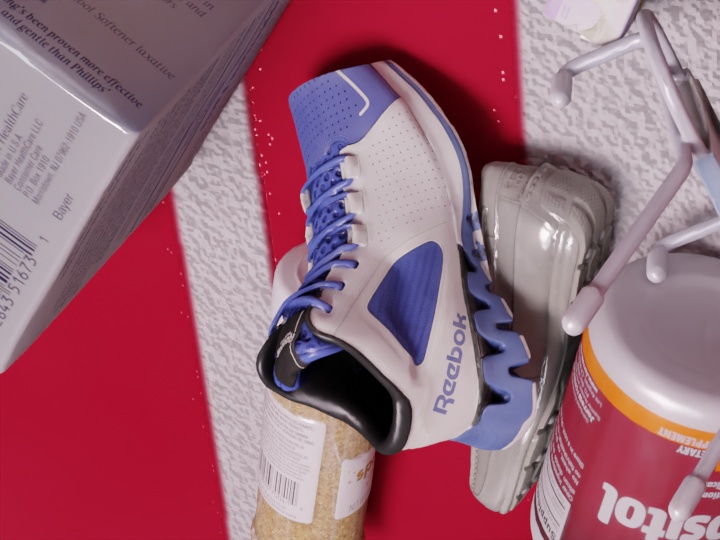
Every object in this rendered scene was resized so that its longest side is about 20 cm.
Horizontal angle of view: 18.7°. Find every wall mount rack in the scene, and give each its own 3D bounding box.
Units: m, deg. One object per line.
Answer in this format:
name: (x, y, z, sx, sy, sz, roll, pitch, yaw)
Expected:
wall mount rack: (0.135, -0.004, 0.939, 0.074, 0.175, 0.201, -22, 126, 16)

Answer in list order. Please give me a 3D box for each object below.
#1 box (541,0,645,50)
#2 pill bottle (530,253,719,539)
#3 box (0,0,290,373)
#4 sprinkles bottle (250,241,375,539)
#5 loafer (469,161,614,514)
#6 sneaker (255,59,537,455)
box: (0.130, -0.184, 0.926, 0.038, 0.042, 0.201, 27, 132, 7)
pill bottle: (0.147, 0.099, 1.081, 0.112, 0.113, 0.201, 22, 132, 12)
box: (-0.129, -0.088, 1.033, 0.105, 0.200, 0.184, 37, 133, 0)
sprinkles bottle: (-0.021, 0.079, 1.189, 0.068, 0.068, 0.201, 20, 131, 14)
loafer: (0.077, 0.033, 1.105, 0.069, 0.070, 0.202, 22, 124, 20)
sneaker: (0.000, 0.001, 1.038, 0.080, 0.114, 0.201, -35, 73, 51)
